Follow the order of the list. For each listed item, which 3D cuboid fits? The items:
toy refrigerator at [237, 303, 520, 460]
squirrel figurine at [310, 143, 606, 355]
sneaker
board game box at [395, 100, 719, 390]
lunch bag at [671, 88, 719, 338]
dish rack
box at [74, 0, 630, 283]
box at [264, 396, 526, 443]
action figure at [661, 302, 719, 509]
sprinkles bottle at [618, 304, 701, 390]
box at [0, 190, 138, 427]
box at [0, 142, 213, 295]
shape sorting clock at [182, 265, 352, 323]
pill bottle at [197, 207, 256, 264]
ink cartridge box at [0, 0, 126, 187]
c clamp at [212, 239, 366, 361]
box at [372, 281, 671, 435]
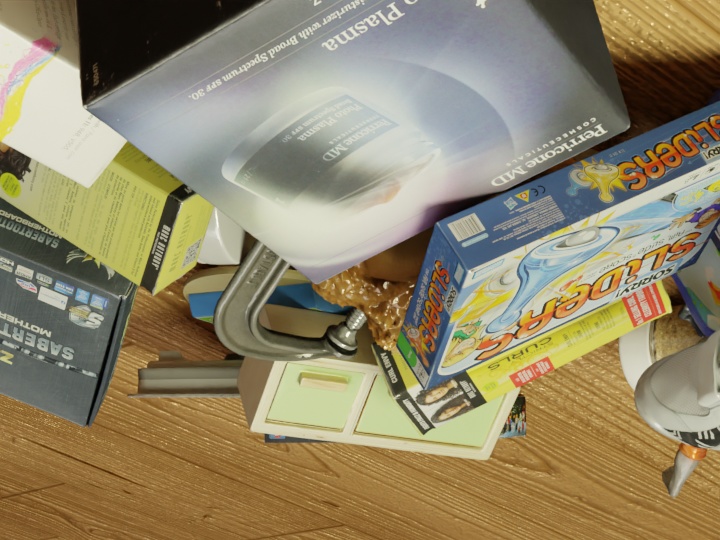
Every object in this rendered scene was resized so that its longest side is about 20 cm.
[{"bbox_3d":[0.014,0.088,1.213,0.199,0.070,0.076,10,120,-21],"label":"toy refrigerator"},{"bbox_3d":[0.066,-0.034,0.990,0.186,0.142,0.200,7,140,-44],"label":"squirrel figurine"},{"bbox_3d":[0.223,0.039,0.896,0.199,0.075,0.115,-12,136,43],"label":"sneaker"},{"bbox_3d":[0.121,-0.015,0.888,0.199,0.035,0.136,-24,156,-20],"label":"board game box"},{"bbox_3d":[0.273,-0.026,0.955,0.199,0.128,0.170,33,154,2],"label":"lunch bag"},{"bbox_3d":[-0.081,0.089,1.355,0.199,0.044,0.171,-4,175,33],"label":"dish rack"},{"bbox_3d":[-0.002,-0.117,0.790,0.199,0.124,0.198,-26,142,22],"label":"box"},{"bbox_3d":[0.032,0.133,1.428,0.199,0.038,0.136,-4,174,28],"label":"box"},{"bbox_3d":[0.297,0.111,1.091,0.199,0.105,0.194,20,141,22],"label":"action figure"},{"bbox_3d":[0.291,0.050,1.164,0.199,0.069,0.068,-9,149,36],"label":"sprinkles bottle"},{"bbox_3d":[-0.251,0.012,1.057,0.199,0.051,0.158,23,139,-3],"label":"box"},{"bbox_3d":[-0.186,-0.070,0.995,0.199,0.050,0.076,30,124,14],"label":"box"},{"bbox_3d":[-0.045,0.029,1.287,0.198,0.040,0.200,6,167,1],"label":"shape sorting clock"},{"bbox_3d":[-0.171,-0.047,1.087,0.199,0.112,0.112,1,154,19],"label":"pill bottle"},{"bbox_3d":[-0.191,-0.125,0.907,0.199,0.117,0.067,29,115,-35],"label":"ink cartridge box"},{"bbox_3d":[0.000,0.000,1.080,0.170,0.027,0.200,18,125,-37],"label":"c clamp"},{"bbox_3d":[0.113,0.040,1.110,0.199,0.050,0.075,-27,146,5],"label":"box"}]
